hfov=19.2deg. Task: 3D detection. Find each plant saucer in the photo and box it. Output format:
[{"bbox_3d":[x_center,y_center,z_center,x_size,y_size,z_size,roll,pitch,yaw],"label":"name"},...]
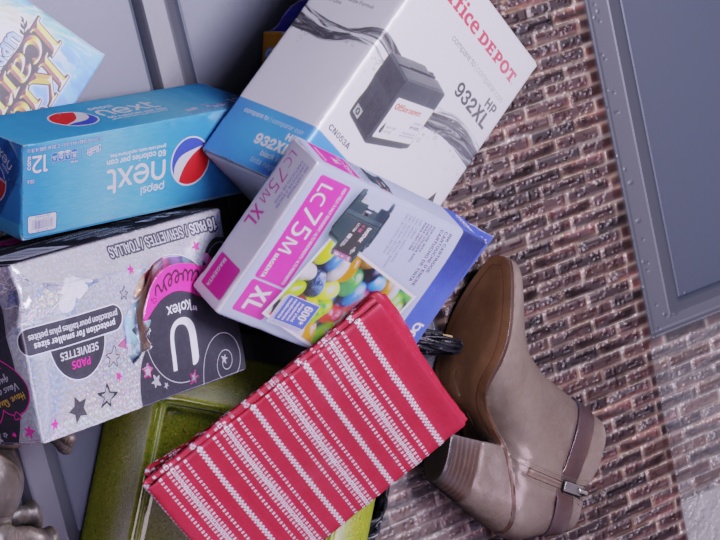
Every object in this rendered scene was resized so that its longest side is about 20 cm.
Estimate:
[{"bbox_3d":[-0.087,0.163,1.475,0.199,0.048,0.200,11,91,-7],"label":"plant saucer"}]

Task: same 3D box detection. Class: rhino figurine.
[{"bbox_3d":[-0.249,0.170,1.422,0.087,0.060,0.201,6,95,-32],"label":"rhino figurine"}]

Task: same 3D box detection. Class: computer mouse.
[{"bbox_3d":[-0.014,0.035,1.532,0.199,0.059,0.034,10,75,-30],"label":"computer mouse"}]

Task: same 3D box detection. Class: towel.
[{"bbox_3d":[-0.033,0.116,1.412,0.200,0.022,0.145,-38,130,-3],"label":"towel"}]

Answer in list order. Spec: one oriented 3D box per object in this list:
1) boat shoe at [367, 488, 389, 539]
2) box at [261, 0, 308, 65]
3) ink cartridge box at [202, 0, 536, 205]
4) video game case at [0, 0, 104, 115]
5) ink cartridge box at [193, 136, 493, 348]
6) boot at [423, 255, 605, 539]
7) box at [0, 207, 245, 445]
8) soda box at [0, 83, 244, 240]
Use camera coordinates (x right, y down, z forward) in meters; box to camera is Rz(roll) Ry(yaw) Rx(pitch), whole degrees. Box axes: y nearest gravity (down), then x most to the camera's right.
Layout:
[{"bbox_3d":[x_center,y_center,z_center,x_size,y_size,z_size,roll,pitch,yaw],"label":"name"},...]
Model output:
[{"bbox_3d":[-0.011,0.164,1.541,0.074,0.066,0.200,10,92,-30],"label":"boat shoe"},{"bbox_3d":[-0.013,-0.092,1.524,0.119,0.041,0.201,0,99,-28],"label":"box"},{"bbox_3d":[0.010,-0.111,1.443,0.200,0.084,0.145,-55,136,-11],"label":"ink cartridge box"},{"bbox_3d":[-0.291,-0.108,1.373,0.181,0.045,0.200,36,80,-28],"label":"video game case"},{"bbox_3d":[0.000,0.000,1.398,0.200,0.042,0.119,23,107,-45],"label":"ink cartridge box"},{"bbox_3d":[0.127,0.103,1.613,0.146,0.070,0.201,19,89,-35],"label":"boot"},{"bbox_3d":[-0.187,0.036,1.351,0.200,0.132,0.115,-20,103,-53],"label":"box"},{"bbox_3d":[-0.160,-0.074,1.398,0.200,0.068,0.064,-14,115,-43],"label":"soda box"}]
